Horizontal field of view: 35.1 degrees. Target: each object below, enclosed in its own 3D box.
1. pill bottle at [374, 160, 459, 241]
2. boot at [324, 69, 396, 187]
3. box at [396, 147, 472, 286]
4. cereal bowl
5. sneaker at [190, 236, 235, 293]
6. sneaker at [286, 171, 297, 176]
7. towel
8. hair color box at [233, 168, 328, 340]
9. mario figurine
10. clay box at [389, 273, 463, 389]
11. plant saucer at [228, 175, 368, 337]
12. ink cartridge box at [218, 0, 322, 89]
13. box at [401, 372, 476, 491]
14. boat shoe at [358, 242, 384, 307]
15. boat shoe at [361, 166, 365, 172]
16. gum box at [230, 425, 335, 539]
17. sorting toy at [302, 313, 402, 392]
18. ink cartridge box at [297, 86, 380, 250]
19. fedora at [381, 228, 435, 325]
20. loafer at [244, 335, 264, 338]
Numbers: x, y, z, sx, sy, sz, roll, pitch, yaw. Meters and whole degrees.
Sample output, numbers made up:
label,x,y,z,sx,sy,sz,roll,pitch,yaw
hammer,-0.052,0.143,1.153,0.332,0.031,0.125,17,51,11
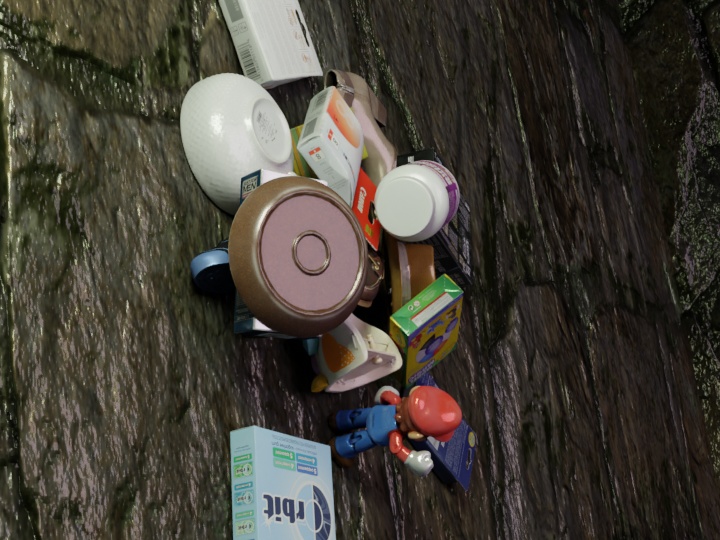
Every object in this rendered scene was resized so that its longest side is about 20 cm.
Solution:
label,x,y,z,sx,sy,sz,roll,pitch,yaw
pill bottle,0.082,-0.103,1.683,0.200,0.111,0.113,-37,108,-75
boot,-0.011,-0.227,1.861,0.146,0.070,0.202,24,54,-46
box,0.121,-0.083,1.951,0.200,0.085,0.165,49,36,-54
cereal bowl,-0.154,-0.180,1.564,0.200,0.083,0.202,34,49,-49
sneaker,-0.158,-0.022,1.504,0.199,0.070,0.078,-2,55,-54
sneaker,-0.074,-0.075,1.584,0.087,0.074,0.200,39,-5,7
towel,-0.064,-0.187,1.748,0.199,0.018,0.087,-29,105,-47
hair color box,-0.100,-0.018,1.432,0.099,0.060,0.203,8,79,-32
mario figurine,0.057,0.225,1.599,0.106,0.198,0.125,-16,90,-60
clay box,0.098,0.103,1.742,0.048,0.115,0.201,43,-22,25
plant saucer,-0.067,-0.020,1.399,0.198,0.034,0.203,6,78,-32
ink cartridge box,-0.137,-0.363,1.736,0.164,0.050,0.200,71,21,-4
box,0.127,0.262,1.871,0.200,0.032,0.122,52,36,-31
boat shoe,0.000,0.000,1.683,0.070,0.071,0.200,28,11,-5
boat shoe,-0.025,-0.086,1.751,0.075,0.066,0.201,51,36,-32
gum box,-0.096,0.313,1.450,0.169,0.044,0.202,26,53,-53
sorting toy,-0.041,0.074,1.620,0.182,0.106,0.200,65,11,14
ink cartridge box,-0.010,-0.151,1.672,0.200,0.050,0.163,50,25,-23
fedora,0.079,0.012,1.780,0.201,0.081,0.203,176,-90,-87
loafer,-0.083,0.022,1.517,0.199,0.072,0.073,-33,89,-27
